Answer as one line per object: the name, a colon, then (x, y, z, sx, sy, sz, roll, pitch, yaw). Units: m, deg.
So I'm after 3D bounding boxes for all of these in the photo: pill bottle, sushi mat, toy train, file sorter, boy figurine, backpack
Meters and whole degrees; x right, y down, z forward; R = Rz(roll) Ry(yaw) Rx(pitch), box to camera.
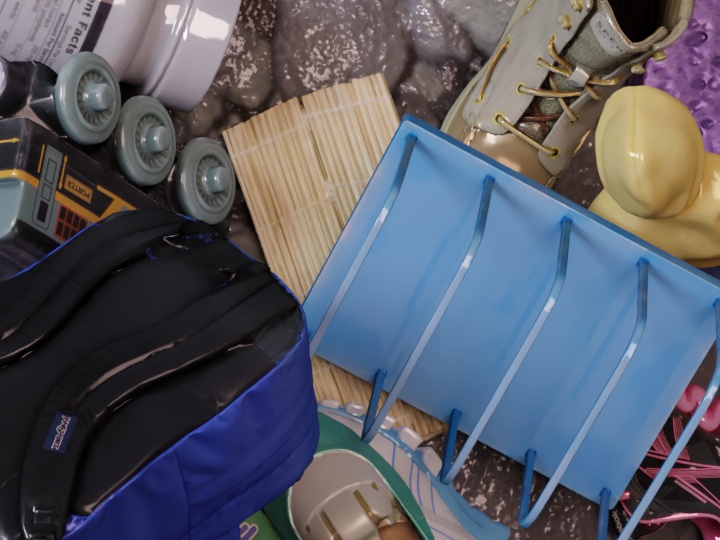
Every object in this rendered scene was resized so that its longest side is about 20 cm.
pill bottle: (-0.166, -0.154, 1.523, 0.199, 0.111, 0.112, 20, 76, -16)
sushi mat: (0.000, 0.000, 1.600, 0.095, 0.012, 0.201, -19, 88, -5)
toy train: (-0.137, -0.033, 1.496, 0.200, 0.085, 0.115, 35, 60, -50)
file sorter: (0.074, 0.041, 1.509, 0.199, 0.123, 0.139, 28, 110, -4)
boy figurine: (0.172, -0.034, 1.587, 0.200, 0.124, 0.065, 38, 47, -53)
backpack: (-0.122, 0.077, 1.405, 0.162, 0.168, 0.200, 36, 64, 28)

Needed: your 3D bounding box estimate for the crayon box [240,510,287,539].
crayon box: (-0.075, 0.221, 1.472, 0.126, 0.052, 0.200, 45, 70, -18)

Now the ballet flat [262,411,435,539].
ballet flat: (0.012, 0.146, 1.487, 0.067, 0.070, 0.200, -36, 84, -7)

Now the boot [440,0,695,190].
boot: (0.110, -0.101, 1.588, 0.072, 0.155, 0.201, 30, 73, -11)

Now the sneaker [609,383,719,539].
sneaker: (0.151, 0.099, 1.623, 0.199, 0.079, 0.096, 28, 85, -12)

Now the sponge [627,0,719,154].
sponge: (0.212, -0.131, 1.696, 0.111, 0.030, 0.201, 14, 78, -18)

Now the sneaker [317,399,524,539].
sneaker: (0.023, 0.149, 1.549, 0.200, 0.075, 0.087, 39, 41, -9)
